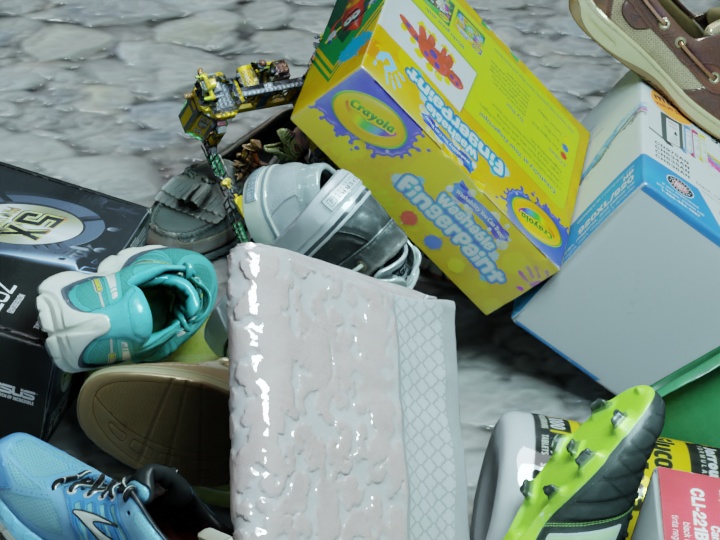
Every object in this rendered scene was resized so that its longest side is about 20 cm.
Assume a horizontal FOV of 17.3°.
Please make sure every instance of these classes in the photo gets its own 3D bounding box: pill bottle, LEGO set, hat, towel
[{"bbox_3d":[0.173,0.156,1.437,0.199,0.113,0.113,10,30,-5],"label":"pill bottle"},{"bbox_3d":[-0.034,-0.085,1.676,0.153,0.116,0.201,-5,67,-25],"label":"LEGO set"},{"bbox_3d":[0.249,0.141,1.523,0.200,0.176,0.166,-30,-4,-1],"label":"hat"},{"bbox_3d":[-0.005,0.096,1.371,0.032,0.201,0.191,-16,-20,40],"label":"towel"}]

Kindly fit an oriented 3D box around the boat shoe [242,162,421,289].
[{"bbox_3d":[0.000,-0.001,1.571,0.071,0.201,0.070,-10,49,32],"label":"boat shoe"}]

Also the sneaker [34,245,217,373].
[{"bbox_3d":[-0.127,0.025,1.471,0.079,0.078,0.200,-11,6,19],"label":"sneaker"}]

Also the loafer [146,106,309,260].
[{"bbox_3d":[-0.100,-0.068,1.752,0.072,0.063,0.200,24,32,18],"label":"loafer"}]

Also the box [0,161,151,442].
[{"bbox_3d":[-0.246,0.014,1.535,0.163,0.086,0.200,18,30,5],"label":"box"}]

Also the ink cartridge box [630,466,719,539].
[{"bbox_3d":[0.248,0.208,1.349,0.199,0.145,0.084,10,32,-4],"label":"ink cartridge box"}]

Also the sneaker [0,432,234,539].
[{"bbox_3d":[-0.131,0.139,1.369,0.199,0.090,0.078,26,33,22],"label":"sneaker"}]

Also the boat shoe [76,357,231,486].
[{"bbox_3d":[-0.078,0.089,1.442,0.199,0.072,0.065,12,23,-18],"label":"boat shoe"}]

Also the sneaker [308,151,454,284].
[{"bbox_3d":[0.050,-0.047,1.767,0.199,0.075,0.081,19,30,9],"label":"sneaker"}]

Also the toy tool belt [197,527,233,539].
[{"bbox_3d":[-0.046,0.234,1.212,0.124,0.123,0.200,-7,36,-30],"label":"toy tool belt"}]

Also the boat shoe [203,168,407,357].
[{"bbox_3d":[-0.037,0.016,1.480,0.071,0.200,0.072,44,54,2],"label":"boat shoe"}]

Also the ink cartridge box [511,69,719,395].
[{"bbox_3d":[0.209,-0.021,1.675,0.147,0.145,0.200,34,27,-13],"label":"ink cartridge box"}]

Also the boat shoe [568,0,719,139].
[{"bbox_3d":[0.245,-0.155,1.681,0.200,0.072,0.072,36,26,-9],"label":"boat shoe"}]

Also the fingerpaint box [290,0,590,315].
[{"bbox_3d":[0.058,-0.098,1.615,0.200,0.073,0.167,44,35,-20],"label":"fingerpaint box"}]

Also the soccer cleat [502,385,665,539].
[{"bbox_3d":[0.123,0.158,1.350,0.081,0.200,0.068,33,2,-16],"label":"soccer cleat"}]

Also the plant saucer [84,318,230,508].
[{"bbox_3d":[-0.081,0.095,1.521,0.199,0.031,0.200,10,30,-6],"label":"plant saucer"}]
